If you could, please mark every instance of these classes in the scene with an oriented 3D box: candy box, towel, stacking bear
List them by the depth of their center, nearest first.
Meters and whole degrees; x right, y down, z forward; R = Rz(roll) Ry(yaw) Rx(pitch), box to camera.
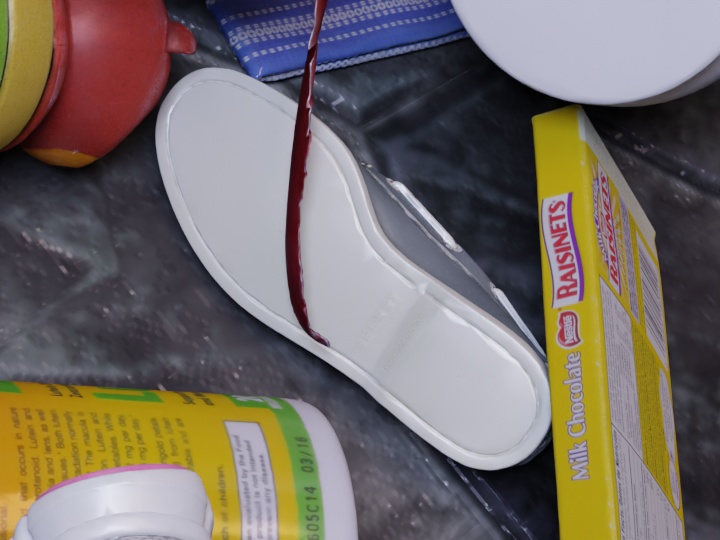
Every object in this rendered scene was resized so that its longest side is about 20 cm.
[{"bbox_3d":[-0.152,-0.081,0.861,0.199,0.121,0.115,-1,92,-47],"label":"stacking bear"},{"bbox_3d":[0.097,0.047,0.919,0.102,0.026,0.201,48,34,-51],"label":"candy box"},{"bbox_3d":[-0.027,-0.179,1.039,0.144,0.024,0.201,-16,69,-31],"label":"towel"}]

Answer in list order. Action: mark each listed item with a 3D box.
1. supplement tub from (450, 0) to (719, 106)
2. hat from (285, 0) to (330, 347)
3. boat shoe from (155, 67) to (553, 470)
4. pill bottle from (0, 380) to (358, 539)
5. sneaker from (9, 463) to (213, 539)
[{"bbox_3d":[0.112,-0.143,0.963,0.140,0.141,0.200,41,20,3],"label":"supplement tub"},{"bbox_3d":[-0.038,-0.124,0.915,0.165,0.177,0.200,21,52,22],"label":"hat"},{"bbox_3d":[0.000,0.000,0.932,0.200,0.073,0.062,43,11,12],"label":"boat shoe"},{"bbox_3d":[-0.111,0.091,0.779,0.199,0.111,0.112,5,59,-22],"label":"pill bottle"},{"bbox_3d":[-0.086,0.148,0.696,0.073,0.200,0.088,7,44,-24],"label":"sneaker"}]
